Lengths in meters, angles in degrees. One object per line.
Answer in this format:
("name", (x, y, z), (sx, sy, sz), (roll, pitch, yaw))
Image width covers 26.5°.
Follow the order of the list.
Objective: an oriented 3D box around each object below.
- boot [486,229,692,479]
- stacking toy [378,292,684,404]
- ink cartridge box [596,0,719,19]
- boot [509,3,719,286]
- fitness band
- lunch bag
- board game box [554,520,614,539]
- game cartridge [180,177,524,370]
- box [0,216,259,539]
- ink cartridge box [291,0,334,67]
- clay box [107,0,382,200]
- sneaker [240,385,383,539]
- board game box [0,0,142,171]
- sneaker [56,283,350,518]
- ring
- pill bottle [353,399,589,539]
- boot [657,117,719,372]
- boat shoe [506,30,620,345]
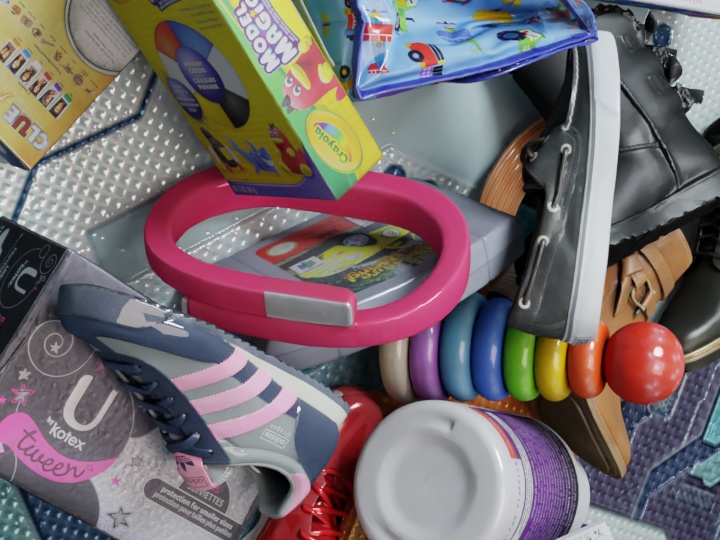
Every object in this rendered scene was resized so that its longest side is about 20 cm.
("boot", (0.187, 0.040, 1.131), (0.155, 0.077, 0.201), (-40, 111, -23))
("stacking toy", (0.117, 0.055, 1.024), (0.085, 0.199, 0.086), (4, 90, -71))
("ink cartridge box", (0.191, -0.257, 1.080), (0.199, 0.076, 0.137), (2, 99, -35))
("boot", (0.154, -0.087, 1.056), (0.198, 0.073, 0.163), (-26, 78, -21))
("fitness band", (-0.032, -0.013, 0.920), (0.144, 0.199, 0.038), (-59, 154, -50))
("lunch bag", (0.037, -0.156, 0.954), (0.199, 0.150, 0.095), (-8, 98, -32))
("board game box", (0.116, 0.230, 1.063), (0.126, 0.200, 0.035), (-24, 70, -1))
("game cartridge", (0.000, 0.000, 0.976), (0.199, 0.133, 0.041), (-26, 123, -27))
("box", (-0.151, 0.080, 0.906), (0.200, 0.115, 0.133), (37, 80, -33))
("ink cartridge box", (-0.082, -0.215, 0.869), (0.048, 0.145, 0.201), (-42, 119, -21))
("clay box", (-0.080, -0.132, 0.861), (0.048, 0.115, 0.200), (-45, 117, -24))
("sneaker", (-0.022, 0.178, 1.011), (0.078, 0.115, 0.201), (32, 83, -33))
("board game box", (-0.214, -0.174, 0.859), (0.136, 0.035, 0.200), (-49, 122, -15))
("sneaker", (-0.090, 0.074, 0.832), (0.200, 0.070, 0.082), (31, 75, -35))
("ring", (0.158, -0.023, 1.144), (0.199, 0.019, 0.202), (-7, 104, -31))
("pill bottle", (0.087, 0.151, 1.049), (0.200, 0.111, 0.112), (18, 90, -61))
("boot", (0.270, -0.030, 1.183), (0.200, 0.077, 0.139), (-47, 124, -32))
("boat shoe", (0.128, -0.055, 0.960), (0.056, 0.069, 0.201), (6, 82, 0))
